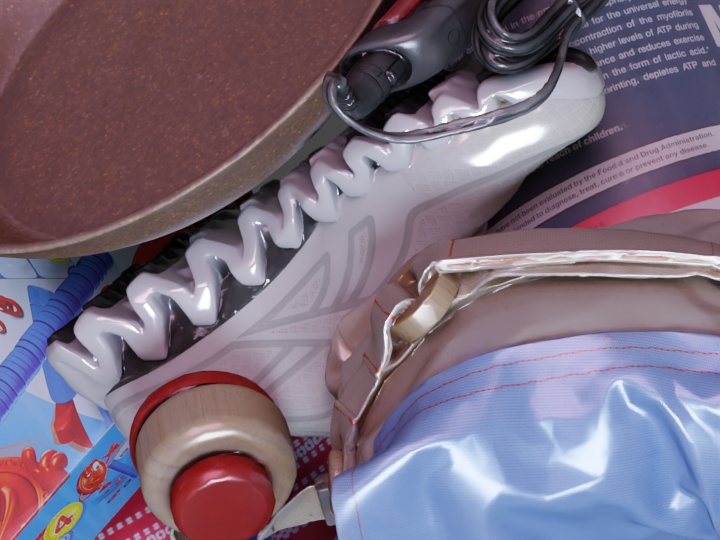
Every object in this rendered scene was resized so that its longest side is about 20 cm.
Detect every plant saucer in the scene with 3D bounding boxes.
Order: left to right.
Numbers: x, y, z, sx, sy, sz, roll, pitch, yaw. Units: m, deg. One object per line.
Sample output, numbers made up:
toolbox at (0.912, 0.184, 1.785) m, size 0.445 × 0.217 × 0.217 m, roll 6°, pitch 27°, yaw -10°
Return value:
plant saucer at (-0.063, -0.074, 0.950) m, size 0.200 × 0.037 × 0.201 m, roll -21°, pitch 41°, yaw 20°

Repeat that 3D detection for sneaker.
sneaker at (0.000, 0.000, 0.915) m, size 0.200 × 0.075 × 0.081 m, roll -33°, pitch 93°, yaw 26°

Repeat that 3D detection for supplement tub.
supplement tub at (0.069, -0.057, 0.990) m, size 0.140 × 0.140 × 0.201 m, roll -22°, pitch 69°, yaw 1°

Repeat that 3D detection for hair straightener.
hair straightener at (0.058, -0.097, 0.876) m, size 0.077 × 0.041 × 0.200 m, roll 8°, pitch 38°, yaw 40°

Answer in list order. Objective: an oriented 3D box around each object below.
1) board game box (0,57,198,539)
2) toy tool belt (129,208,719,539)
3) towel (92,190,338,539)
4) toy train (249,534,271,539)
board game box at (-0.163, 0.022, 1.023) m, size 0.200 × 0.056 × 0.196 m, roll 40°, pitch 87°, yaw 20°
toy tool belt at (0.036, 0.060, 0.848) m, size 0.199 × 0.125 × 0.123 m, roll -15°, pitch 39°, yaw 0°
towel at (-0.075, 0.056, 1.036) m, size 0.144 × 0.022 × 0.200 m, roll -28°, pitch 69°, yaw -1°
toy train at (-0.013, 0.186, 0.955) m, size 0.115 × 0.085 × 0.201 m, roll 9°, pitch 85°, yaw -10°
